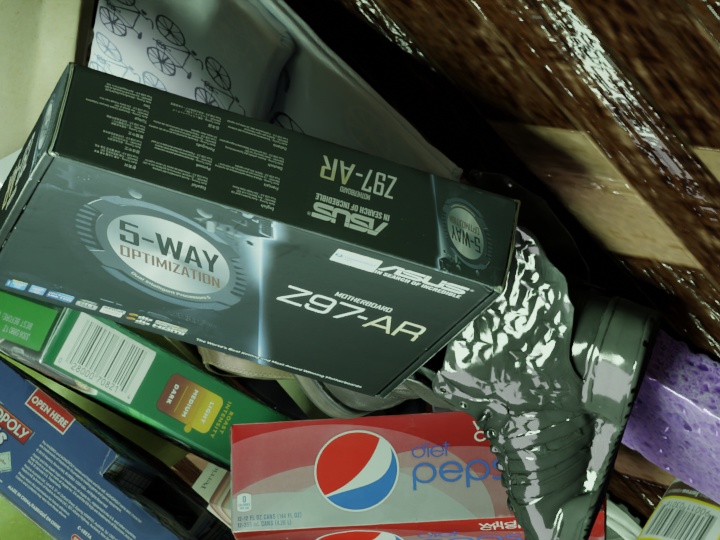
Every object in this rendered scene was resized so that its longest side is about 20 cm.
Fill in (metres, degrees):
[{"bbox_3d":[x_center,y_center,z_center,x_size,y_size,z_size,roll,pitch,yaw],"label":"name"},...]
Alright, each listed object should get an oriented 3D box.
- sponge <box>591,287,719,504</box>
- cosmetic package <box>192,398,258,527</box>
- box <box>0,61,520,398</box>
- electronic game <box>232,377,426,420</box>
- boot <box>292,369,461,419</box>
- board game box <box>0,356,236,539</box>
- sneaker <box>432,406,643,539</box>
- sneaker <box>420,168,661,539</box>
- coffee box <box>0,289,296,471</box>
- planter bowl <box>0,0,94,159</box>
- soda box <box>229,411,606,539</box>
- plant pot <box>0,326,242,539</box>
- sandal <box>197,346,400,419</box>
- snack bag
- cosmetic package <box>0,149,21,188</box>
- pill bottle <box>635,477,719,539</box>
[{"bbox_3d":[0.168,0.076,1.248,0.200,0.030,0.112,32,162,13],"label":"sponge"},{"bbox_3d":[-0.007,0.149,1.664,0.200,0.103,0.087,8,148,53],"label":"cosmetic package"},{"bbox_3d":[-0.052,-0.012,1.111,0.200,0.044,0.160,17,156,-14],"label":"box"},{"bbox_3d":[-0.045,0.029,1.502,0.200,0.042,0.200,32,155,17],"label":"electronic game"},{"bbox_3d":[0.000,0.000,1.285,0.200,0.069,0.174,50,155,-16],"label":"boot"},{"bbox_3d":[-0.125,0.144,1.471,0.200,0.062,0.200,37,178,20],"label":"board game box"},{"bbox_3d":[0.101,0.149,1.496,0.200,0.079,0.074,40,161,-24],"label":"sneaker"},{"bbox_3d":[0.074,0.056,1.198,0.104,0.060,0.200,19,125,8],"label":"sneaker"},{"bbox_3d":[-0.125,0.064,1.463,0.200,0.044,0.123,31,172,-36],"label":"coffee box"},{"bbox_3d":[-0.184,-0.123,1.129,0.135,0.200,0.200,9,164,-4],"label":"planter bowl"},{"bbox_3d":[0.032,0.116,1.389,0.200,0.063,0.070,-4,157,4],"label":"soda box"},{"bbox_3d":[-0.196,0.092,1.631,0.200,0.190,0.200,42,177,3],"label":"plant pot"},{"bbox_3d":[-0.051,0.044,1.410,0.201,0.057,0.080,49,154,-21],"label":"sandal"},{"bbox_3d":[-0.046,-0.067,1.173,0.200,0.021,0.189,44,156,7],"label":"snack bag"},{"bbox_3d":[-0.189,-0.094,1.291,0.200,0.071,0.101,52,165,-7],"label":"cosmetic package"},{"bbox_3d":[0.163,0.209,1.328,0.109,0.200,0.109,31,164,10],"label":"pill bottle"}]
